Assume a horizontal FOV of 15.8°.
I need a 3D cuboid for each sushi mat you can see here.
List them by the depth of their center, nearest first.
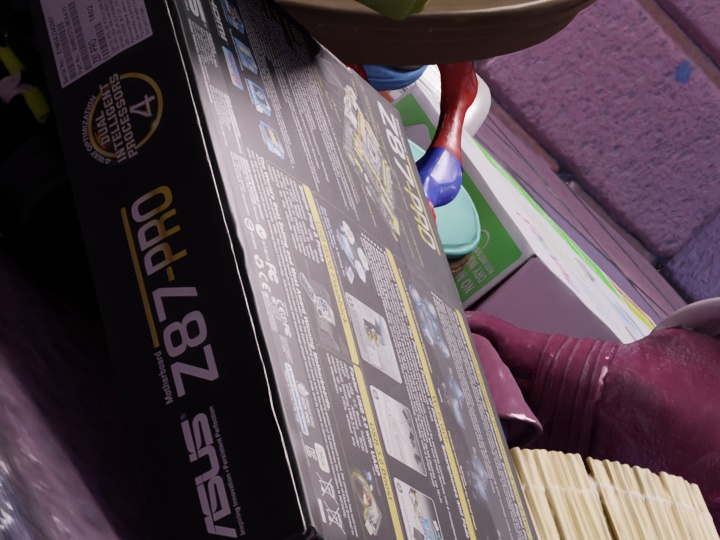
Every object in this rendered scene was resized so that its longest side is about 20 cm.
[{"bbox_3d":[0.094,0.132,0.757,0.095,0.012,0.201,12,39,-30],"label":"sushi mat"}]

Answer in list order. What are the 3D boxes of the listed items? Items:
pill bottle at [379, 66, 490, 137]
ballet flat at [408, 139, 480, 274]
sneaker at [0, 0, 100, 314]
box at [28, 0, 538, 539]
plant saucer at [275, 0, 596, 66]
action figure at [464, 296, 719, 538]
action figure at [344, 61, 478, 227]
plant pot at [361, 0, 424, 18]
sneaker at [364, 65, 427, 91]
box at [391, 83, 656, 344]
[{"bbox_3d":[-0.040,-0.115,1.272,0.200,0.112,0.112,44,7,-9],"label":"pill bottle"},{"bbox_3d":[-0.040,-0.030,0.947,0.199,0.072,0.068,18,47,-50],"label":"ballet flat"},{"bbox_3d":[-0.095,-0.049,0.758,0.200,0.072,0.083,43,9,-20],"label":"sneaker"},{"bbox_3d":[-0.016,0.013,0.720,0.161,0.049,0.201,32,35,-55],"label":"box"},{"bbox_3d":[-0.003,-0.119,0.939,0.198,0.030,0.200,5,26,-2],"label":"plant saucer"},{"bbox_3d":[0.080,0.046,0.930,0.199,0.150,0.134,14,-5,5],"label":"action figure"},{"bbox_3d":[0.000,0.000,0.862,0.052,0.065,0.201,63,26,-43],"label":"action figure"},{"bbox_3d":[-0.027,-0.177,0.756,0.189,0.201,0.200,35,8,-1],"label":"plant pot"},{"bbox_3d":[-0.011,-0.114,1.031,0.071,0.083,0.199,36,19,14],"label":"sneaker"},{"bbox_3d":[0.067,0.039,1.103,0.176,0.097,0.200,45,8,-25],"label":"box"}]
